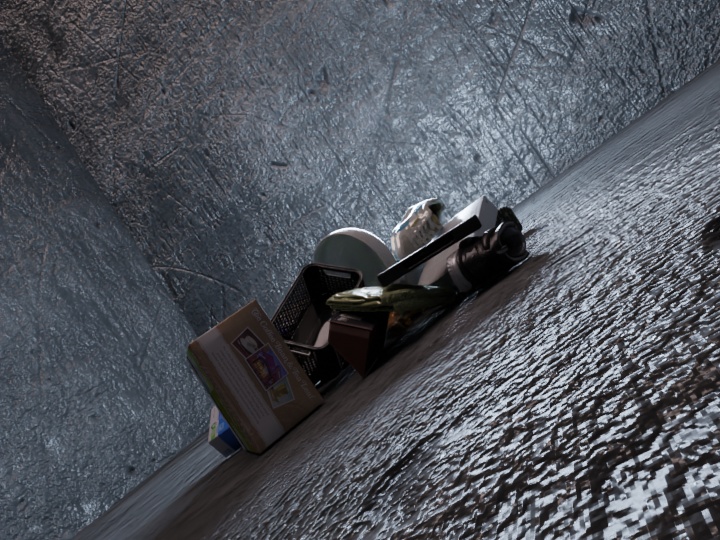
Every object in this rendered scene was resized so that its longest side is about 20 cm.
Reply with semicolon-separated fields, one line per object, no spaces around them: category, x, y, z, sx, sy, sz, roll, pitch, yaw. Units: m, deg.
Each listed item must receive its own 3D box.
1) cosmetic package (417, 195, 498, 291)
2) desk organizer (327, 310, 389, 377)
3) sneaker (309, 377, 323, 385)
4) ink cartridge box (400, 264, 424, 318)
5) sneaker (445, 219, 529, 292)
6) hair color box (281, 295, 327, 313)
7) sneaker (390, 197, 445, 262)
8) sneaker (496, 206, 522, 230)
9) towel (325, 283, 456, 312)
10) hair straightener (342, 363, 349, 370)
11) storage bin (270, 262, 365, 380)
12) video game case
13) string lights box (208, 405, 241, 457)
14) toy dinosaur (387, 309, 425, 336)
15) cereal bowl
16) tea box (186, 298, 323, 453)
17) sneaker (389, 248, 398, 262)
cosmetic package;0.194;-0.039;1.091;0.150;0.051;0.202;-40;19;44
desk organizer;0.000;0.108;0.920;0.070;0.079;0.200;10;8;11
sneaker;-0.076;0.188;1.156;0.201;0.076;0.085;-56;26;30
ink cartridge box;0.109;0.050;1.234;0.144;0.088;0.199;-34;-1;-38
sneaker;0.214;-0.030;0.874;0.113;0.076;0.200;-29;1;28
hair color box;-0.100;0.147;1.222;0.108;0.065;0.201;-27;-41;-2
sneaker;0.124;-0.085;1.162;0.080;0.077;0.202;-24;30;41
sneaker;0.281;-0.072;1.213;0.199;0.079;0.089;-35;1;-30
towel;0.056;0.044;0.907;0.147;0.037;0.198;-1;1;44
hair straightener;-0.002;0.146;1.150;0.199;0.041;0.078;-33;-22;-57
storage bin;-0.077;0.093;1.046;0.133;0.095;0.202;8;48;22
video game case;0.116;-0.032;0.932;0.179;0.026;0.200;-32;-3;7
string lights box;-0.214;0.277;1.116;0.199;0.059;0.103;-37;28;7
toy dinosaur;0.067;0.092;1.090;0.106;0.061;0.200;-37;-2;-7
cereal bowl;0.000;0.000;1.146;0.199;0.201;0.083;-37;2;42
tea box;-0.187;0.183;0.927;0.133;0.202;0.197;-34;-3;-25
sneaker;0.062;-0.011;1.224;0.198;0.067;0.091;-32;-5;-13
